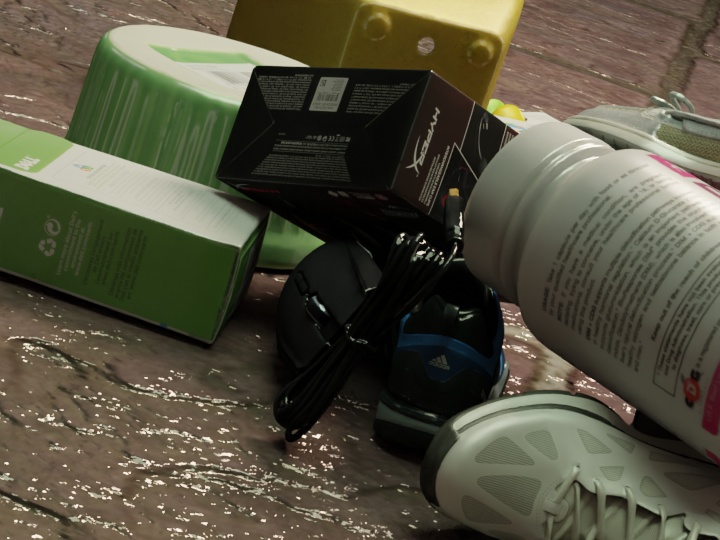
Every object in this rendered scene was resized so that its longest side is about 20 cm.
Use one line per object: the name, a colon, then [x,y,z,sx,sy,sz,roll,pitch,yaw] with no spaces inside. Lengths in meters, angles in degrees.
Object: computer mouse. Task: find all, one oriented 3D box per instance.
computer mouse: [0.000,0.000,1.157,0.046,0.141,0.200,39,15,-7]

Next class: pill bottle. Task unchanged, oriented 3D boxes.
pill bottle: [0.150,0.009,1.092,0.113,0.114,0.200,-1,28,-47]

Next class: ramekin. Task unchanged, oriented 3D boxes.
ramekin: [-0.092,-0.085,1.410,0.199,0.098,0.200,16,16,-5]

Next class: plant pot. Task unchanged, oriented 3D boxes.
plant pot: [0.017,-0.170,1.652,0.194,0.195,0.200,12,22,-16]

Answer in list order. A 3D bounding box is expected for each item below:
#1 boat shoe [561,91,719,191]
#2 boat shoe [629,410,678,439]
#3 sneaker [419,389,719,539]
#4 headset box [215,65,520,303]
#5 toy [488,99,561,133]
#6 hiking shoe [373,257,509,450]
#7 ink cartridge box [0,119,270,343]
boat shoe: [0.193,-0.050,1.159,0.201,0.075,0.065,17,49,42]
boat shoe: [0.233,0.117,1.162,0.200,0.061,0.072,24,17,21]
sneaker: [0.133,0.117,1.033,0.199,0.076,0.115,12,15,-26]
headset box: [0.040,-0.043,1.279,0.148,0.075,0.200,7,-17,45]
toy: [0.160,-0.090,1.772,0.115,0.048,0.200,1,20,-35]
hiking shoe: [0.055,0.033,1.204,0.074,0.087,0.200,17,17,-2]
ink cartridge box: [-0.158,-0.029,1.235,0.199,0.060,0.104,19,15,2]
